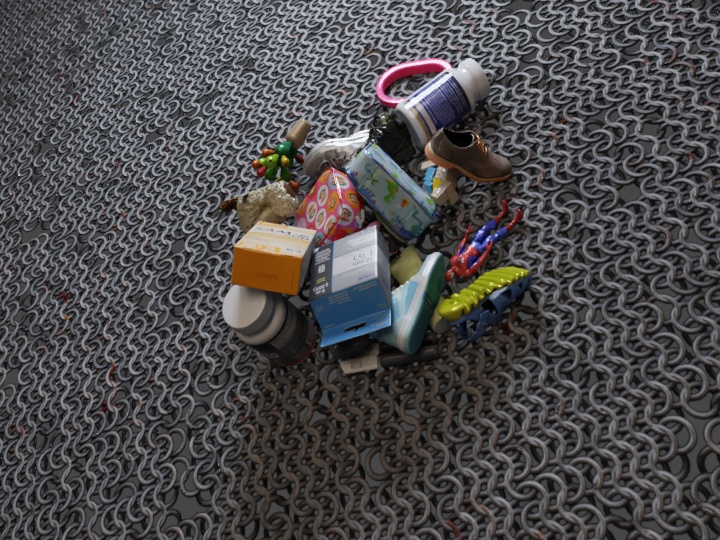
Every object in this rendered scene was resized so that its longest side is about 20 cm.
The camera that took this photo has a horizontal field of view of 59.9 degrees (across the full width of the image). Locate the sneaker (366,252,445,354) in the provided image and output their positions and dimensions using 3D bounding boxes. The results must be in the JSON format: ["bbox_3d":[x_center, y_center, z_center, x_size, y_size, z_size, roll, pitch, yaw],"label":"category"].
[{"bbox_3d":[0.074,0.046,1.159,0.128,0.080,0.203,11,62,31],"label":"sneaker"}]

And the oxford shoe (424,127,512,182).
[{"bbox_3d":[0.232,-0.235,1.268,0.195,0.073,0.073,11,53,-19],"label":"oxford shoe"}]

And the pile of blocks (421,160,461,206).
[{"bbox_3d":[0.176,-0.199,1.331,0.080,0.063,0.203,-12,44,29],"label":"pile of blocks"}]

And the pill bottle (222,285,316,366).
[{"bbox_3d":[-0.175,0.102,1.206,0.111,0.200,0.117,-11,60,20],"label":"pill bottle"}]

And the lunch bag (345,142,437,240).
[{"bbox_3d":[0.066,-0.161,1.258,0.082,0.200,0.161,-44,7,20],"label":"lunch bag"}]

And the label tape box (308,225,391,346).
[{"bbox_3d":[-0.019,0.027,1.142,0.140,0.067,0.203,-19,40,19],"label":"label tape box"}]

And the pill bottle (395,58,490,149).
[{"bbox_3d":[0.186,-0.376,1.398,0.198,0.116,0.116,-36,54,-1],"label":"pill bottle"}]

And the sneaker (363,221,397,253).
[{"bbox_3d":[0.000,0.000,1.279,0.095,0.079,0.201,40,98,1],"label":"sneaker"}]

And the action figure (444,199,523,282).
[{"bbox_3d":[0.235,-0.053,1.230,0.200,0.052,0.065,-48,58,-6],"label":"action figure"}]

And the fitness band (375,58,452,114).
[{"bbox_3d":[0.132,-0.449,1.514,0.195,0.038,0.147,-1,60,21],"label":"fitness band"}]

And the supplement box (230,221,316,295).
[{"bbox_3d":[-0.157,-0.028,1.168,0.123,0.075,0.200,9,17,0],"label":"supplement box"}]

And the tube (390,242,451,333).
[{"bbox_3d":[0.120,0.034,1.226,0.057,0.053,0.201,-15,48,-20],"label":"tube"}]

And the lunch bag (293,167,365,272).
[{"bbox_3d":[-0.069,-0.090,1.301,0.201,0.080,0.179,-49,39,36],"label":"lunch bag"}]

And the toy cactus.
[{"bbox_3d":[-0.166,-0.271,1.447,0.102,0.200,0.166,40,104,10],"label":"toy cactus"}]

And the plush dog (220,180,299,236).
[{"bbox_3d":[-0.203,-0.084,1.340,0.157,0.200,0.176,-18,95,-11],"label":"plush dog"}]

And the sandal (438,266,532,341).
[{"bbox_3d":[0.235,0.061,1.148,0.197,0.089,0.079,-28,16,-14],"label":"sandal"}]

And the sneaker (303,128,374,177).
[{"bbox_3d":[-0.042,-0.261,1.449,0.196,0.075,0.083,-22,53,8],"label":"sneaker"}]

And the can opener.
[{"bbox_3d":[0.047,0.150,1.172,0.195,0.067,0.054,-13,57,16],"label":"can opener"}]

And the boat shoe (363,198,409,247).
[{"bbox_3d":[0.033,-0.115,1.343,0.202,0.071,0.061,49,128,25],"label":"boat shoe"}]

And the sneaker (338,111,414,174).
[{"bbox_3d":[0.026,-0.275,1.363,0.197,0.116,0.076,-29,32,-20],"label":"sneaker"}]
